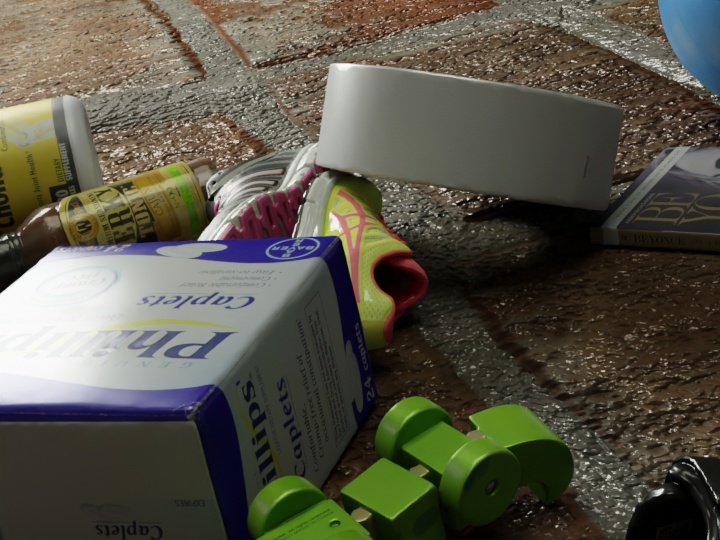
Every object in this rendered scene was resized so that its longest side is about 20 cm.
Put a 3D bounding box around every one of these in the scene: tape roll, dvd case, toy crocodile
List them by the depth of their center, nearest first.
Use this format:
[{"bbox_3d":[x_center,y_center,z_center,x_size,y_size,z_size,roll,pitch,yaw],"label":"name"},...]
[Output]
[{"bbox_3d":[0.011,0.115,0.711,0.200,0.062,0.067,-29,34,-27],"label":"toy crocodile"},{"bbox_3d":[0.270,-0.048,1.030,0.199,0.016,0.149,4,27,32],"label":"dvd case"},{"bbox_3d":[0.073,-0.089,1.046,0.201,0.071,0.202,9,4,-1],"label":"tape roll"}]

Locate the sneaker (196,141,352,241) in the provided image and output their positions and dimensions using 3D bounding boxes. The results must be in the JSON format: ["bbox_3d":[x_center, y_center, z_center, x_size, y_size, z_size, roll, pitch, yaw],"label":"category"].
[{"bbox_3d":[-0.075,-0.029,1.071,0.087,0.074,0.200,-9,24,28],"label":"sneaker"}]

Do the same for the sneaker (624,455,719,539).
[{"bbox_3d":[0.166,0.091,0.665,0.111,0.077,0.200,1,30,3],"label":"sneaker"}]

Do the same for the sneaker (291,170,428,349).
[{"bbox_3d":[0.000,0.000,0.979,0.090,0.078,0.200,5,29,8],"label":"sneaker"}]

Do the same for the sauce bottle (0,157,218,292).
[{"bbox_3d":[-0.191,-0.025,1.120,0.199,0.065,0.065,-21,25,-21],"label":"sauce bottle"}]

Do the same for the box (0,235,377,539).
[{"bbox_3d":[-0.113,0.068,0.809,0.183,0.105,0.200,-2,24,21],"label":"box"}]

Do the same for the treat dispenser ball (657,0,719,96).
[{"bbox_3d":[0.322,-0.216,1.166,0.200,0.202,0.201,-9,22,4],"label":"treat dispenser ball"}]

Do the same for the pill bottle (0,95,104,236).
[{"bbox_3d":[-0.296,-0.058,1.180,0.199,0.113,0.112,-13,23,-6],"label":"pill bottle"}]
